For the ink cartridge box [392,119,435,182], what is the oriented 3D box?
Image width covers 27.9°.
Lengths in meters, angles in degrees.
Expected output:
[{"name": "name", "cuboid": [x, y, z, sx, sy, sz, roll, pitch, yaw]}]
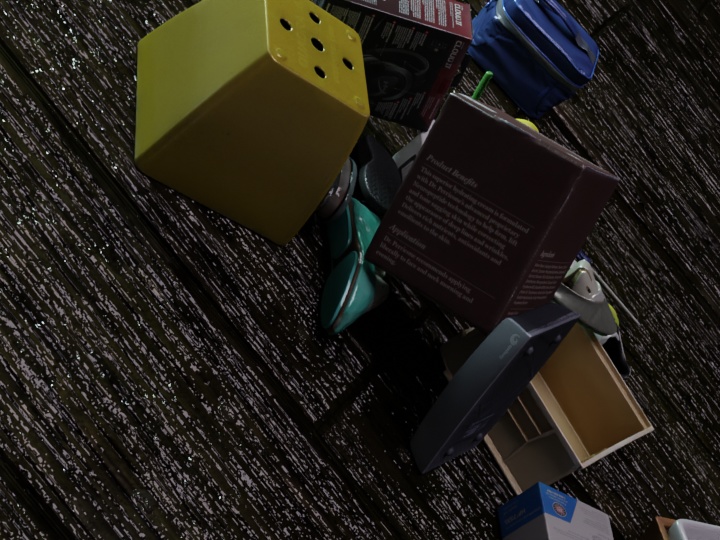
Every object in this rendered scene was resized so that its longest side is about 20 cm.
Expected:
[{"name": "ink cartridge box", "cuboid": [0.097, -0.085, 1.764, 0.116, 0.068, 0.200, 32, 37, -29]}]

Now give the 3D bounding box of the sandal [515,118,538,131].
[{"name": "sandal", "cuboid": [0.199, -0.094, 1.845, 0.200, 0.079, 0.087, 68, 26, -43]}]

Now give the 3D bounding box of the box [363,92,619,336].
[{"name": "box", "cuboid": [0.140, -0.055, 1.523, 0.166, 0.200, 0.164, 33, 11, 20]}]

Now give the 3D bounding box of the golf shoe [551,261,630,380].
[{"name": "golf shoe", "cuboid": [0.277, 0.053, 1.779, 0.078, 0.094, 0.200, -35, 107, -18]}]

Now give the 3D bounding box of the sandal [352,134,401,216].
[{"name": "sandal", "cuboid": [0.015, -0.097, 1.690, 0.075, 0.048, 0.201, 46, 15, -16]}]

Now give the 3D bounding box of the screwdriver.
[{"name": "screwdriver", "cuboid": [0.328, 0.003, 2.008, 0.200, 0.028, 0.029, 45, 61, -7]}]

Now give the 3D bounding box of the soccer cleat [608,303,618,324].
[{"name": "soccer cleat", "cuboid": [0.263, 0.024, 1.873, 0.200, 0.065, 0.084, 30, 36, -31]}]

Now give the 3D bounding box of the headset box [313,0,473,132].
[{"name": "headset box", "cuboid": [0.032, -0.261, 1.721, 0.200, 0.149, 0.077, 14, 43, -13]}]

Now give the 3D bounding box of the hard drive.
[{"name": "hard drive", "cuboid": [0.135, 0.117, 1.496, 0.042, 0.200, 0.135, 45, 29, 19]}]

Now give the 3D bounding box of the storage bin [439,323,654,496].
[{"name": "storage bin", "cuboid": [0.212, 0.139, 1.665, 0.200, 0.094, 0.199, -13, 69, -55]}]

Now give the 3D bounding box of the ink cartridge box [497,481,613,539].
[{"name": "ink cartridge box", "cuboid": [0.215, 0.334, 1.498, 0.116, 0.067, 0.200, 29, 38, -32]}]

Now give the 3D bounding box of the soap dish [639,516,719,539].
[{"name": "soap dish", "cuboid": [0.404, 0.391, 1.670, 0.157, 0.081, 0.200, 18, 45, -42]}]

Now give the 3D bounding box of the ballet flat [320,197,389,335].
[{"name": "ballet flat", "cuboid": [0.000, 0.000, 1.553, 0.070, 0.067, 0.200, 28, 37, -22]}]

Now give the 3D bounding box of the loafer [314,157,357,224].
[{"name": "loafer", "cuboid": [-0.048, -0.125, 1.622, 0.063, 0.072, 0.200, 32, 27, -22]}]

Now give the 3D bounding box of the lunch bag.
[{"name": "lunch bag", "cuboid": [0.259, -0.348, 2.175, 0.200, 0.132, 0.136, 43, 33, -15]}]

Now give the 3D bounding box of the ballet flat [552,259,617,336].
[{"name": "ballet flat", "cuboid": [0.232, 0.003, 1.692, 0.200, 0.064, 0.067, 34, 28, -7]}]

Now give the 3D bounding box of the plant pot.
[{"name": "plant pot", "cuboid": [-0.100, -0.182, 1.506, 0.200, 0.176, 0.200, 29, 39, -34]}]

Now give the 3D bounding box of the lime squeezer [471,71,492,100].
[{"name": "lime squeezer", "cuboid": [0.136, -0.157, 1.865, 0.038, 0.071, 0.201, -4, 102, -26]}]
